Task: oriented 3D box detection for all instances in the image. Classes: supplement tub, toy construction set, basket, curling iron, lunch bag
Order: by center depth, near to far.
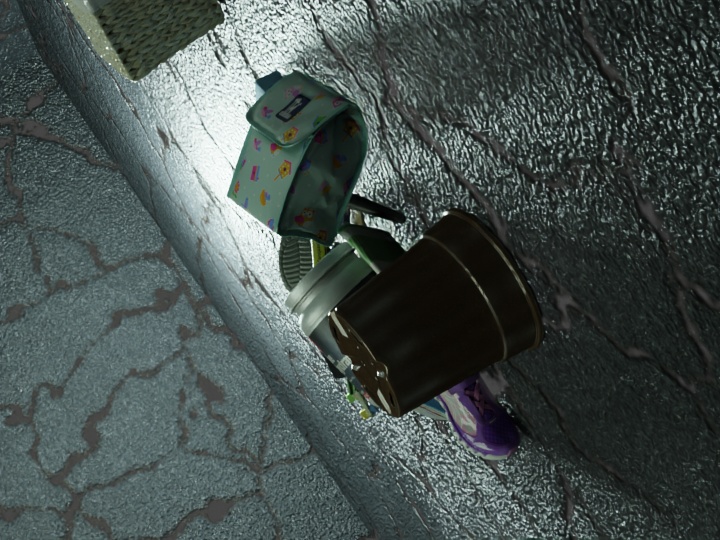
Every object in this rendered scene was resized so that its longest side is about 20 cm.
[{"bbox_3d":[-0.082,-0.156,1.599,0.170,0.121,0.201,37,112,53],"label":"lunch bag"},{"bbox_3d":[0.006,0.074,1.643,0.200,0.140,0.140,45,165,5],"label":"supplement tub"},{"bbox_3d":[-0.018,-0.090,1.667,0.199,0.025,0.050,13,106,33],"label":"curling iron"},{"bbox_3d":[-0.340,-0.424,1.832,0.200,0.198,0.161,38,161,51],"label":"basket"},{"bbox_3d":[-0.014,0.166,2.194,0.131,0.092,0.201,-69,-42,-77],"label":"toy construction set"}]

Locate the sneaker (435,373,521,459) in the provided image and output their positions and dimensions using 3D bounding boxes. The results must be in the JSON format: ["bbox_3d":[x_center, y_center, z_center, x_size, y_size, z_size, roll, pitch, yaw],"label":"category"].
[{"bbox_3d":[0.153,0.179,1.697,0.200,0.080,0.089,51,157,30],"label":"sneaker"}]

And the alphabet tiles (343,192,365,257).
[{"bbox_3d":[0.000,0.000,1.800,0.167,0.007,0.202,132,130,-75],"label":"alphabet tiles"}]

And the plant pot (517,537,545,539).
[{"bbox_3d":[0.263,0.495,1.816,0.135,0.199,0.201,-97,-12,-52],"label":"plant pot"}]

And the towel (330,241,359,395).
[{"bbox_3d":[-0.018,0.075,1.847,0.150,0.030,0.201,-93,-4,-45],"label":"towel"}]

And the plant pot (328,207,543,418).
[{"bbox_3d":[0.080,0.060,1.431,0.201,0.198,0.201,53,165,20],"label":"plant pot"}]

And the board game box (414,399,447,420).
[{"bbox_3d":[0.080,0.189,1.876,0.152,0.041,0.200,25,170,-11],"label":"board game box"}]

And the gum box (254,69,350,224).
[{"bbox_3d":[-0.085,-0.171,1.777,0.200,0.044,0.170,50,157,25],"label":"gum box"}]

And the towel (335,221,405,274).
[{"bbox_3d":[0.058,0.015,1.625,0.200,0.023,0.152,52,-163,20],"label":"towel"}]

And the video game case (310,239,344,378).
[{"bbox_3d":[-0.048,0.059,1.852,0.200,0.025,0.182,75,-171,-73],"label":"video game case"}]

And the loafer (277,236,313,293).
[{"bbox_3d":[-0.093,-0.055,1.954,0.070,0.075,0.202,1,-94,-71],"label":"loafer"}]
